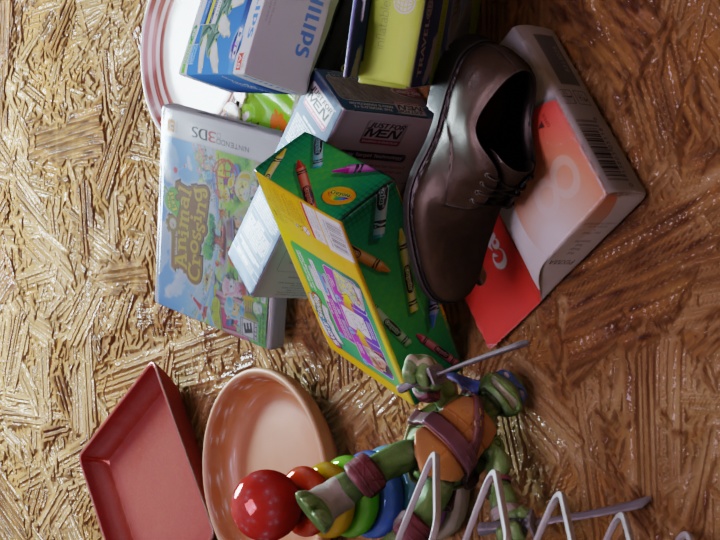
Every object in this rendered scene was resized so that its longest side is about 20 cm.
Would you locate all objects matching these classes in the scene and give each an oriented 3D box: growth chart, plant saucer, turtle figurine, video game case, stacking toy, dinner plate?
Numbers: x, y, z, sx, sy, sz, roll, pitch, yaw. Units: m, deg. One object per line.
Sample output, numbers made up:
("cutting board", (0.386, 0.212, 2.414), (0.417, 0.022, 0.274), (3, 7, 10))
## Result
("growth chart", (-0.091, -0.102, 1.447), (0.145, 0.018, 0.201), (36, 122, 37))
("plant saucer", (-0.078, 0.189, 1.437), (0.200, 0.037, 0.201), (3, 94, 51))
("turtle figurine", (0.061, 0.141, 1.130), (0.200, 0.194, 0.144), (33, 160, 55))
("video game case", (-0.131, -0.044, 1.472), (0.182, 0.022, 0.201), (19, 111, 44))
("stacking toy", (-0.012, 0.179, 1.221), (0.085, 0.199, 0.086), (2, 93, 51))
("plant saucer", (-0.211, 0.228, 1.607), (0.200, 0.037, 0.201), (-49, 54, 41))
("dinner plate", (-0.160, -0.219, 1.544), (0.200, 0.024, 0.201), (0, 90, 52))

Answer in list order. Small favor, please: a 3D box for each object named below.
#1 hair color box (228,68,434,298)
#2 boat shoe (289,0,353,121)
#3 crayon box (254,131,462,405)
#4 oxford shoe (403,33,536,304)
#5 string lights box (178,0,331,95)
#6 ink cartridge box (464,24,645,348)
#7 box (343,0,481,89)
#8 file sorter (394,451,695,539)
("hair color box", (-0.026, -0.069, 1.314), (0.061, 0.100, 0.200), (58, 132, 38))
("boat shoe", (-0.013, -0.184, 1.308), (0.074, 0.063, 0.202), (-96, 26, -73))
("crayon box", (0.000, 0.000, 1.233), (0.119, 0.058, 0.201), (32, 152, 46))
("oxford shoe", (0.082, -0.064, 1.133), (0.084, 0.072, 0.201), (33, 121, 50))
("string lights box", (-0.089, -0.206, 1.327), (0.200, 0.059, 0.103), (16, 90, 68))
("ink cartridge box", (0.108, -0.061, 1.186), (0.200, 0.050, 0.163), (-48, 55, 37))
("box", (0.046, -0.199, 1.151), (0.047, 0.200, 0.123), (12, 102, 16))
("file sorter", (0.116, 0.220, 1.033), (0.139, 0.199, 0.125), (-83, 12, -72))
